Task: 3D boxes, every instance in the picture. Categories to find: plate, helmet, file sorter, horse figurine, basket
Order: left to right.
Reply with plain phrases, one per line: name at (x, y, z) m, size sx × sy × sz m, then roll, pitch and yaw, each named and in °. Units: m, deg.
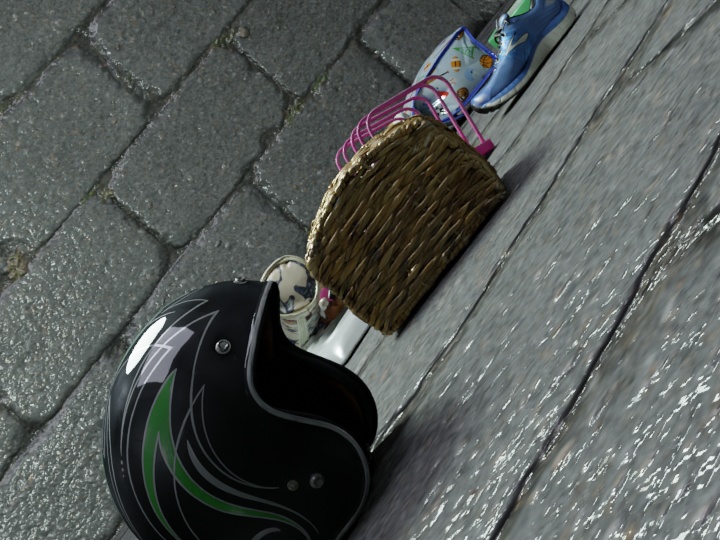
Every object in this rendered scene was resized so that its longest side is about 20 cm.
helmet at (-0.089, 0.113, 0.874) m, size 0.201 × 0.190 × 0.200 m, roll -52°, pitch 5°, yaw 6°
plate at (-0.021, 0.070, 1.562) m, size 0.201 × 0.032 × 0.200 m, roll -55°, pitch 4°, yaw -34°
horse figurine at (-0.003, -0.040, 1.531) m, size 0.134 × 0.049 × 0.201 m, roll 87°, pitch -160°, yaw -48°
basket at (0.036, -0.060, 1.266) m, size 0.201 × 0.142 × 0.149 m, roll -51°, pitch 5°, yaw 10°
file sorter at (0.060, -0.155, 1.636) m, size 0.138 × 0.126 × 0.200 m, roll -32°, pitch -2°, yaw -17°

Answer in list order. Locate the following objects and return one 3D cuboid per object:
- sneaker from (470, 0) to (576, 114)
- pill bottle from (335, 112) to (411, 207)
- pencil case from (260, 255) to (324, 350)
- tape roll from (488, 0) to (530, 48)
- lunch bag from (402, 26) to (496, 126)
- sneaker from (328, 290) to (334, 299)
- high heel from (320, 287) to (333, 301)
sneaker at (0.211, -0.306, 1.730) m, size 0.201 × 0.089 × 0.079 m, roll -53°, pitch 3°, yaw -8°
pill bottle at (0.047, -0.142, 1.990) m, size 0.201 × 0.114 × 0.114 m, roll -51°, pitch 4°, yaw 15°
pencil case at (-0.084, 0.046, 1.590) m, size 0.077 × 0.090 × 0.200 m, roll -30°, pitch -13°, yaw -8°
tape roll at (0.311, -0.481, 2.246) m, size 0.201 × 0.048 × 0.200 m, roll -52°, pitch 4°, yaw 5°
lunch bag at (0.155, -0.336, 2.333) m, size 0.201 × 0.123 × 0.170 m, roll -51°, pitch 5°, yaw -5°
sneaker at (0.000, 0.000, 1.763) m, size 0.200 × 0.073 × 0.081 m, roll 129°, pitch 162°, yaw -73°
high heel at (-0.071, 0.009, 2.148) m, size 0.067 × 0.096 × 0.201 m, roll -47°, pitch 7°, yaw 48°
